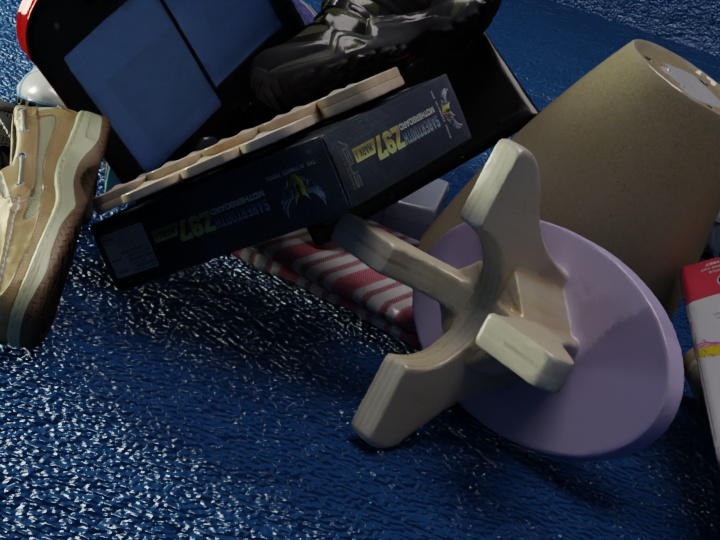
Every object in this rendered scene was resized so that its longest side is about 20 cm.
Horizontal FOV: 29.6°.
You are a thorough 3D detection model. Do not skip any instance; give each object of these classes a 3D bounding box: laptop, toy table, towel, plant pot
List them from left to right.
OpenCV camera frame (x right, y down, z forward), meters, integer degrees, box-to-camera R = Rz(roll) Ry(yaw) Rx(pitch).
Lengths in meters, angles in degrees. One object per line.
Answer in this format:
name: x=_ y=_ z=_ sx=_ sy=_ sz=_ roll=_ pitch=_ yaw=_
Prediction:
towel: x=0.000 y=0.000 z=0.990 sx=0.199 sy=0.030 sz=0.146 roll=25 pitch=21 yaw=28
laptop: x=0.021 y=-0.116 z=1.061 sx=0.201 sy=0.186 sz=0.116 roll=61 pitch=2 yaw=30
toy table: x=0.078 y=0.026 z=0.788 sx=0.199 sy=0.185 sz=0.117 roll=19 pitch=0 yaw=43
plant pot: x=0.171 y=-0.050 z=0.941 sx=0.186 sy=0.201 sz=0.188 roll=27 pitch=26 yaw=-14

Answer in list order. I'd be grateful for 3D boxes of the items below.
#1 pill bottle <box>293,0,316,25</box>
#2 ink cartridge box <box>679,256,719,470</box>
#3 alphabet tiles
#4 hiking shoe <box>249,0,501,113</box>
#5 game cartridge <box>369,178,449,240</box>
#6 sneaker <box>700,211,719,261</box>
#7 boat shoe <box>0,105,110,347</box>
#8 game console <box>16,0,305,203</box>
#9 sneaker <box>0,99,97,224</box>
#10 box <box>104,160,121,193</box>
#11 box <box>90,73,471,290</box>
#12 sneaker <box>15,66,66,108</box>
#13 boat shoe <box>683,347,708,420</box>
pill bottle: x=-0.101 y=-0.204 z=1.261 sx=0.119 sy=0.121 sz=0.200 roll=19 pitch=10 yaw=5
ink cartridge box: x=0.279 y=0.064 z=0.814 sx=0.146 sy=0.086 sz=0.201 roll=-14 pitch=32 yaw=16
alphabet tiles: x=-0.070 y=-0.083 z=0.859 sx=0.199 sy=0.015 sz=0.196 roll=-21 pitch=7 yaw=16
hiking shoe: x=-0.001 y=-0.181 z=0.969 sx=0.199 sy=0.076 sz=0.101 roll=-25 pitch=70 yaw=-22
game cartridge: x=-0.027 y=-0.081 z=1.166 sx=0.198 sy=0.042 sz=0.133 roll=19 pitch=24 yaw=5
sneaker: x=0.293 y=-0.037 z=1.258 sx=0.198 sy=0.080 sz=0.129 roll=32 pitch=30 yaw=23
boat shoe: x=-0.202 y=-0.032 z=0.802 sx=0.076 sy=0.072 sz=0.201 roll=17 pitch=33 yaw=-12
game console: x=-0.122 y=-0.152 z=0.915 sx=0.031 sy=0.177 sz=0.200 roll=39 pitch=-14 yaw=40
sneaker: x=-0.243 y=-0.067 z=0.887 sx=0.113 sy=0.077 sz=0.199 roll=16 pitch=13 yaw=16
box: x=-0.176 y=-0.127 z=1.096 sx=0.049 sy=0.083 sz=0.200 roll=10 pitch=21 yaw=-14
box: x=-0.049 y=-0.056 z=0.864 sx=0.199 sy=0.051 sz=0.158 roll=-16 pitch=11 yaw=35
sneaker: x=-0.248 y=-0.178 z=1.186 sx=0.071 sy=0.073 sz=0.200 roll=18 pitch=21 yaw=-3
boat shoe: x=0.326 y=0.085 z=0.969 sx=0.198 sy=0.073 sz=0.065 roll=7 pitch=22 yaw=-11
